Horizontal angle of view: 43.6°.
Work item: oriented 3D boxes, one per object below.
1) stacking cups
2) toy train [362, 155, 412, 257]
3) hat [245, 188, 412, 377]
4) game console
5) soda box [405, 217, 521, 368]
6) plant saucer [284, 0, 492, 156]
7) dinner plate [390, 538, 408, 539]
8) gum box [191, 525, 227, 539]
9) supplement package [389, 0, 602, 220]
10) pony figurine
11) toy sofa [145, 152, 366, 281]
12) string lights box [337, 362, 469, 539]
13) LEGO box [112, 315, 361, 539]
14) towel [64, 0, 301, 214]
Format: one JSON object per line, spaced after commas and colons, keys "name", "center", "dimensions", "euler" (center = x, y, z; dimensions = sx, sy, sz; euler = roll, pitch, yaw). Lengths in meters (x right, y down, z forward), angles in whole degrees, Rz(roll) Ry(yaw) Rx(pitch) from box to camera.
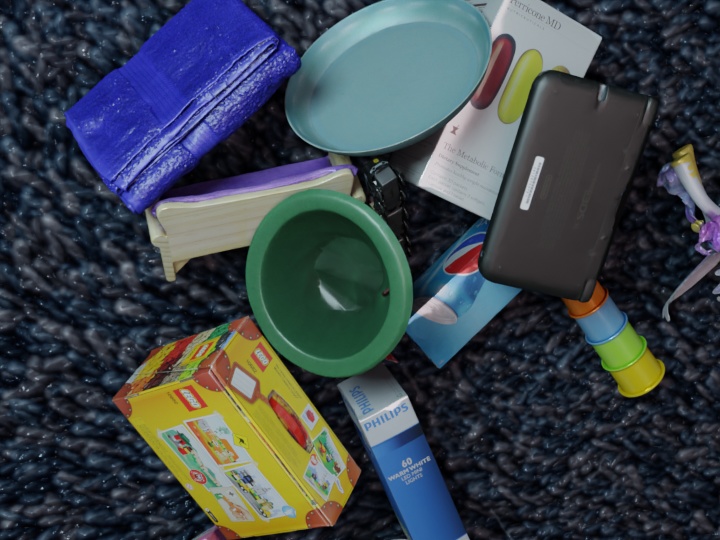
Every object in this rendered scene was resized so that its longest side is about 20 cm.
{"name": "stacking cups", "center": [0.261, 0.053, 1.005], "dimensions": [0.060, 0.061, 0.200], "euler": [-42, 106, -2]}
{"name": "toy train", "center": [0.024, -0.054, 0.862], "dimensions": [0.034, 0.200, 0.046], "euler": [-31, 69, -7]}
{"name": "hat", "center": [0.000, 0.000, 0.868], "dimensions": [0.166, 0.176, 0.200], "euler": [46, 122, 9]}
{"name": "game console", "center": [0.207, -0.084, 0.879], "dimensions": [0.174, 0.116, 0.202], "euler": [12, 106, -12]}
{"name": "soda box", "center": [0.125, 0.004, 0.948], "dimensions": [0.200, 0.064, 0.068], "euler": [-44, 110, -2]}
{"name": "plant saucer", "center": [0.026, -0.175, 0.819], "dimensions": [0.199, 0.200, 0.027], "euler": [-36, 137, -3]}
{"name": "dinner plate", "center": [0.026, 0.400, 1.003], "dimensions": [0.199, 0.024, 0.202], "euler": [-8, 103, -38]}
{"name": "gum box", "center": [-0.127, 0.367, 0.906], "dimensions": [0.066, 0.114, 0.201], "euler": [-30, 84, -6]}
{"name": "supplement package", "center": [0.126, -0.161, 0.882], "dimensions": [0.113, 0.110, 0.201], "euler": [22, 97, -19]}
{"name": "pony figurine", "center": [0.406, -0.046, 0.980], "dimensions": [0.192, 0.166, 0.201], "euler": [-32, 94, -13]}
{"name": "toy sofa", "center": [-0.100, -0.069, 0.840], "dimensions": [0.198, 0.083, 0.098], "euler": [-13, 141, -11]}
{"name": "string lights box", "center": [0.047, 0.210, 0.959], "dimensions": [0.059, 0.103, 0.201], "euler": [-25, 109, -7]}
{"name": "LEGO box", "center": [-0.119, 0.160, 0.874], "dimensions": [0.148, 0.077, 0.201], "euler": [-19, 114, 36]}
{"name": "towel", "center": [-0.163, -0.161, 0.791], "dimensions": [0.200, 0.148, 0.050], "euler": [-42, 148, -2]}
